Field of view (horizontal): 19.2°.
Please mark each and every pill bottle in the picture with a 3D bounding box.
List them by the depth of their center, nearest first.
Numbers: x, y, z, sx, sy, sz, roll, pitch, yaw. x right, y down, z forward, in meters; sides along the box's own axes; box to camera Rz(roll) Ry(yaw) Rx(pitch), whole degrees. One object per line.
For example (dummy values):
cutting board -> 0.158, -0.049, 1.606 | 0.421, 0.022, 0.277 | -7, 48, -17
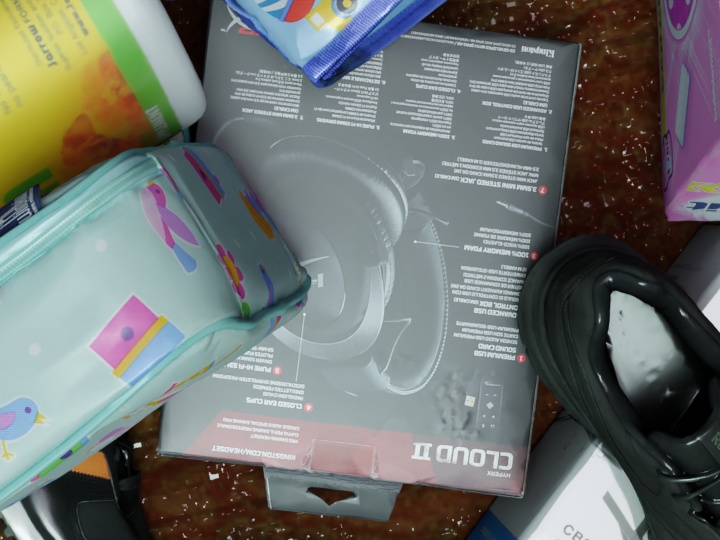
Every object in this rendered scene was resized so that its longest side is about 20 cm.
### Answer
pill bottle -> -0.163, -0.051, 0.738 | 0.199, 0.111, 0.111 | -32, 94, -5

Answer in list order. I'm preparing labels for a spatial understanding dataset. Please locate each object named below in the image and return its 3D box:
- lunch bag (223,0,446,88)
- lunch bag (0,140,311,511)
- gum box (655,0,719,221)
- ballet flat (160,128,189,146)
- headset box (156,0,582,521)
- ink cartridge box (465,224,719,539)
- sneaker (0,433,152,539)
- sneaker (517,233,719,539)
lunch bag -> -0.006, -0.172, 0.815 | 0.200, 0.094, 0.151 | -42, 80, -8
lunch bag -> -0.106, 0.026, 0.720 | 0.160, 0.200, 0.077 | -33, 89, 10
gum box -> 0.154, -0.131, 0.819 | 0.066, 0.114, 0.202 | 0, 76, -4
ballet flat -> -0.137, -0.118, 0.835 | 0.064, 0.076, 0.201 | -21, 81, -36
headset box -> 0.000, 0.000, 0.856 | 0.148, 0.077, 0.202 | 6, 93, -4
ink cartridge box -> 0.146, 0.101, 0.867 | 0.146, 0.084, 0.200 | 37, 90, -4
sneaker -> -0.117, 0.051, 0.852 | 0.090, 0.070, 0.201 | -34, 92, 1
sneaker -> 0.130, 0.076, 0.778 | 0.076, 0.091, 0.200 | -41, 93, -3
